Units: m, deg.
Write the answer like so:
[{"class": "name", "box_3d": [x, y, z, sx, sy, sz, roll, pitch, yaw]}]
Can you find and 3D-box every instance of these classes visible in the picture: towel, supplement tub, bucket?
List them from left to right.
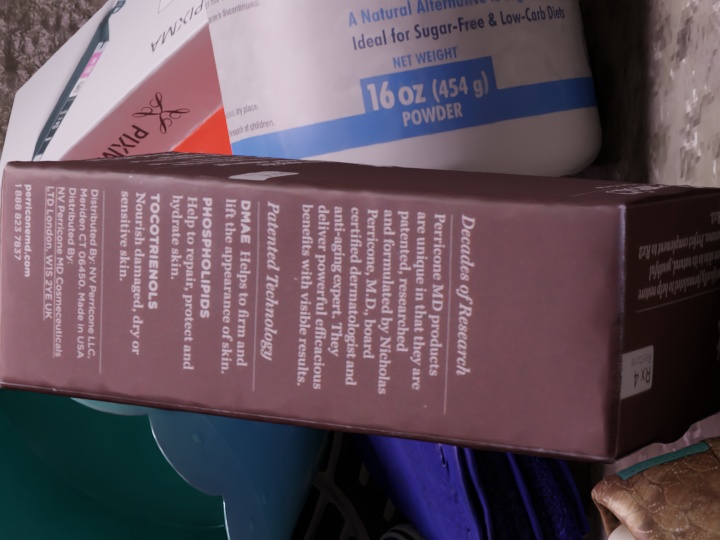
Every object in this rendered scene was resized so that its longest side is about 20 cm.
[{"class": "bucket", "box_3d": [-0.117, 0.082, 0.874, 0.135, 0.207, 0.208, -60, -16, -52]}, {"class": "supplement tub", "box_3d": [0.005, -0.122, 0.724, 0.132, 0.132, 0.201, -175, 74, -78]}, {"class": "towel", "box_3d": [0.026, 0.041, 0.811, 0.200, 0.049, 0.148, -152, 40, -75]}]

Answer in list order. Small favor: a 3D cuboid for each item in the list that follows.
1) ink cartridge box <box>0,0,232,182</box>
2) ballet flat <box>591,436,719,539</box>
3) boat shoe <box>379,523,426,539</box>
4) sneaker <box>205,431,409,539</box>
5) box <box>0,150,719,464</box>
[{"class": "ink cartridge box", "box_3d": [-0.104, -0.063, 0.953, 0.200, 0.043, 0.174, -37, 34, 37]}, {"class": "ballet flat", "box_3d": [0.082, 0.144, 0.574, 0.071, 0.065, 0.201, -159, 70, -77]}, {"class": "boat shoe", "box_3d": [0.015, 0.169, 0.825, 0.200, 0.068, 0.074, -105, 20, -56]}, {"class": "sneaker", "box_3d": [-0.051, 0.089, 1.008, 0.078, 0.200, 0.090, -68, -18, 4]}, {"class": "box", "box_3d": [0.000, 0.005, 0.613, 0.100, 0.199, 0.075, -10, -75, -64]}]
